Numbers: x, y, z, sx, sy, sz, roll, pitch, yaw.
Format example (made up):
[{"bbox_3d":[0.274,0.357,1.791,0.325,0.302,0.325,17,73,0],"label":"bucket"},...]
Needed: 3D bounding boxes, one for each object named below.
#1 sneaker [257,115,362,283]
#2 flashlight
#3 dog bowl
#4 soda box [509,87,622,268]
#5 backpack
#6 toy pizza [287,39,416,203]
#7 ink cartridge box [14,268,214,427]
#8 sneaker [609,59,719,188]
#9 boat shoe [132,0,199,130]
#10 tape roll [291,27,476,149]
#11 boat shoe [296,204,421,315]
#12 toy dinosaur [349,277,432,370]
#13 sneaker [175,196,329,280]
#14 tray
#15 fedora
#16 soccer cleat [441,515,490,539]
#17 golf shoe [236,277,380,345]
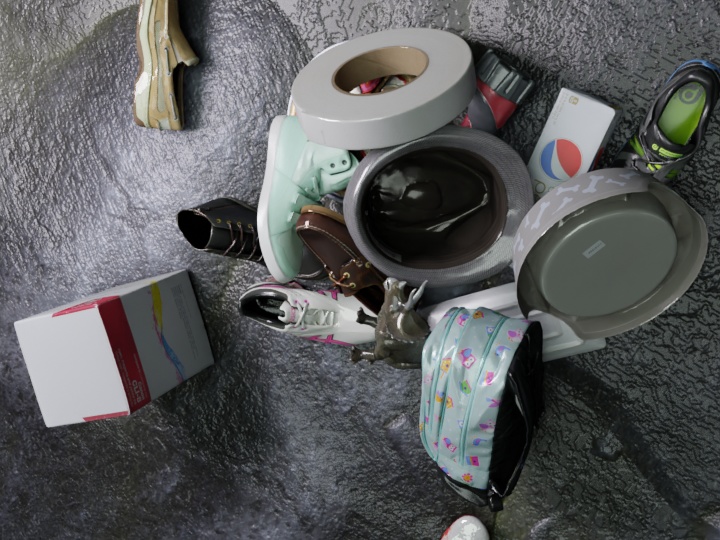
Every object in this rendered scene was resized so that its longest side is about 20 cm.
[{"bbox_3d":[-0.052,-0.084,0.998,0.117,0.074,0.202,3,88,21],"label":"sneaker"},{"bbox_3d":[0.113,-0.152,0.969,0.200,0.068,0.068,-52,53,24],"label":"flashlight"},{"bbox_3d":[0.247,-0.018,0.871,0.199,0.059,0.201,-6,132,-7],"label":"dog bowl"},{"bbox_3d":[0.213,-0.096,0.935,0.063,0.068,0.201,27,110,16],"label":"soda box"},{"bbox_3d":[0.134,0.138,0.934,0.126,0.167,0.201,11,130,18],"label":"backpack"},{"bbox_3d":[-0.004,-0.177,1.031,0.199,0.032,0.202,5,102,22],"label":"toy pizza"},{"bbox_3d":[-0.318,0.098,1.129,0.144,0.200,0.146,-13,98,25],"label":"ink cartridge box"},{"bbox_3d":[0.306,-0.123,0.881,0.071,0.083,0.201,29,114,14],"label":"sneaker"},{"bbox_3d":[-0.245,-0.281,1.102,0.076,0.072,0.201,11,112,6],"label":"boat shoe"},{"bbox_3d":[0.024,-0.199,0.913,0.201,0.203,0.037,4,132,22],"label":"tape roll"},{"bbox_3d":[0.000,0.000,0.982,0.070,0.200,0.071,-3,58,51],"label":"boat shoe"},{"bbox_3d":[0.054,0.085,0.970,0.102,0.200,0.077,2,61,31],"label":"toy dinosaur"},{"bbox_3d":[-0.132,-0.031,1.074,0.199,0.106,0.075,21,108,18],"label":"sneaker"},{"bbox_3d":[0.175,0.070,0.997,0.199,0.022,0.108,-17,108,25],"label":"tray"},{"bbox_3d":[0.082,-0.076,0.924,0.199,0.090,0.178,-10,110,5],"label":"fedora"},{"bbox_3d":[0.108,0.401,1.070,0.068,0.085,0.201,28,110,16],"label":"soccer cleat"},{"bbox_3d":[-0.060,0.059,1.070,0.199,0.092,0.073,8,103,20],"label":"golf shoe"}]
